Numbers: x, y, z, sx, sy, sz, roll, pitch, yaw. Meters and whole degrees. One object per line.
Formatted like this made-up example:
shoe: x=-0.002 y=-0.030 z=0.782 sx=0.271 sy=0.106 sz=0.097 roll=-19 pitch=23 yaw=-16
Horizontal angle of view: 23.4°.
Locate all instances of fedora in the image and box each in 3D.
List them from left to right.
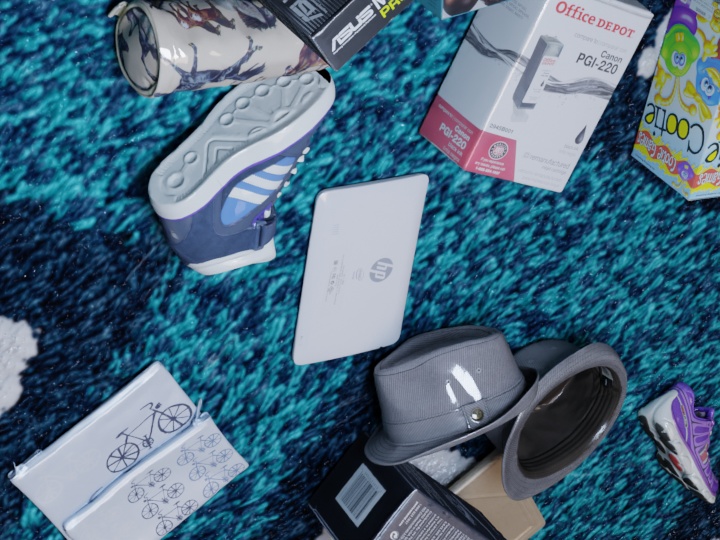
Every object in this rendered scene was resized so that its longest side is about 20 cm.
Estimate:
fedora: x=0.083 y=0.115 z=1.789 sx=0.198 sy=0.177 sz=0.091 roll=-20 pitch=102 yaw=-1
fedora: x=0.199 y=0.147 z=1.911 sx=0.199 sy=0.090 sz=0.178 roll=-35 pitch=138 yaw=-22

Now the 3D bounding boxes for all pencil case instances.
pencil case: x=-0.106 y=-0.200 z=1.450 sx=0.198 sy=0.090 sz=0.078 roll=-13 pitch=157 yaw=-28

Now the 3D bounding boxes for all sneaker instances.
sneaker: x=-0.091 y=-0.081 z=1.556 sx=0.200 sy=0.081 sz=0.147 roll=-40 pitch=145 yaw=-10
sneaker: x=0.412 y=0.213 z=2.142 sx=0.083 sy=0.081 sz=0.201 roll=-42 pitch=136 yaw=-11

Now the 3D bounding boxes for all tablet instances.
tablet: x=0.000 y=0.000 z=1.722 sx=0.129 sy=0.014 sz=0.202 roll=-11 pitch=128 yaw=-31

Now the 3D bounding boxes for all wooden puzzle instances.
wooden puzzle: x=0.117 y=0.304 z=2.023 sx=0.185 sy=0.037 sz=0.201 roll=-38 pitch=141 yaw=-7

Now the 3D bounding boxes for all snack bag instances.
snack bag: x=-0.221 y=0.195 z=1.697 sx=0.188 sy=0.021 sz=0.201 roll=-37 pitch=136 yaw=-7

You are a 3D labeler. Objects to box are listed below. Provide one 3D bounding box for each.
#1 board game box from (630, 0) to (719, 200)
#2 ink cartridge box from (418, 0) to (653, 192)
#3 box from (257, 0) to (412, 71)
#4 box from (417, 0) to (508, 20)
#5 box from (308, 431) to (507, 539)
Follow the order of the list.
board game box: x=0.371 y=-0.188 z=1.791 sx=0.102 sy=0.105 sz=0.202 roll=-8 pitch=125 yaw=-31
ink cartridge box: x=0.168 y=-0.188 z=1.656 sx=0.145 sy=0.085 sz=0.201 roll=9 pitch=114 yaw=-40
box: x=-0.019 y=-0.266 z=1.375 sx=0.160 sy=0.200 sz=0.044 roll=-42 pitch=136 yaw=-2
box: x=0.095 y=-0.327 z=1.523 sx=0.082 sy=0.049 sz=0.202 roll=-19 pitch=131 yaw=-24
box: x=0.065 y=0.285 z=1.848 sx=0.200 sy=0.148 sz=0.105 roll=38 pitch=92 yaw=-29
